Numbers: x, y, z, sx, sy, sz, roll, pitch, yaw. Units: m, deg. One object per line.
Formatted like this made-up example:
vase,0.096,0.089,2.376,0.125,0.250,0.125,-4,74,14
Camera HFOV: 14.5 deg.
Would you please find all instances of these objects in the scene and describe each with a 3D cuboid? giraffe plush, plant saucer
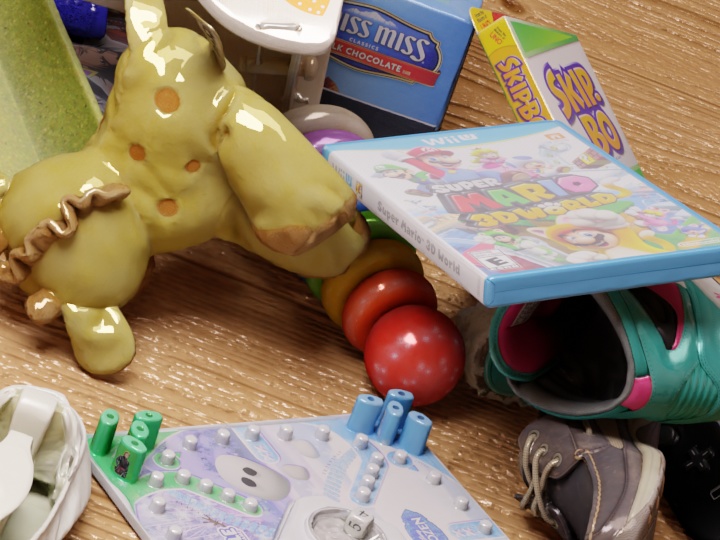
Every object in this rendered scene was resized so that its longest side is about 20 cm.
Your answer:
giraffe plush,-0.112,-0.034,1.447,0.173,0.162,0.200,44,-4,32
plant saucer,-0.249,-0.105,1.537,0.200,0.048,0.200,0,49,-34

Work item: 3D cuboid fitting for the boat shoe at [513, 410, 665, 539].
boat shoe,0.113,0.111,1.429,0.073,0.075,0.200,9,16,3

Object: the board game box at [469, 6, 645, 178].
board game box,0.130,-0.068,1.642,0.096,0.030,0.200,5,54,-60

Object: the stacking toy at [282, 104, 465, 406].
stacking toy,0.000,0.000,1.545,0.085,0.085,0.200,4,39,-30

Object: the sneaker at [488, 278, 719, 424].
sneaker,0.107,0.015,1.452,0.121,0.084,0.200,-1,31,-39

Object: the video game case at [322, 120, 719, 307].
video game case,0.084,-0.033,1.437,0.143,0.018,0.200,-8,24,-23

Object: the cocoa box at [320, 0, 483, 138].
cocoa box,0.001,-0.156,1.751,0.133,0.131,0.200,20,27,-2

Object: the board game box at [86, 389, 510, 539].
board game box,-0.006,0.127,1.354,0.200,0.026,0.200,-2,36,-38

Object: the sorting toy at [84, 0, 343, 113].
sorting toy,-0.098,-0.164,1.551,0.180,0.107,0.200,12,-8,-2

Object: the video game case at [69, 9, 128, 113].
video game case,-0.212,-0.141,1.690,0.181,0.026,0.200,17,28,-9

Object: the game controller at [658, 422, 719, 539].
game controller,0.245,0.067,1.489,0.042,0.200,0.104,50,8,-35

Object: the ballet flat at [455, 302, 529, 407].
ballet flat,0.140,0.043,1.564,0.200,0.072,0.072,9,30,-24

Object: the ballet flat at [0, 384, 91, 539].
ballet flat,-0.155,0.092,1.269,0.069,0.069,0.200,19,27,-4

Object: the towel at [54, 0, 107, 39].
towel,-0.248,-0.209,1.704,0.200,0.050,0.148,12,29,-18
